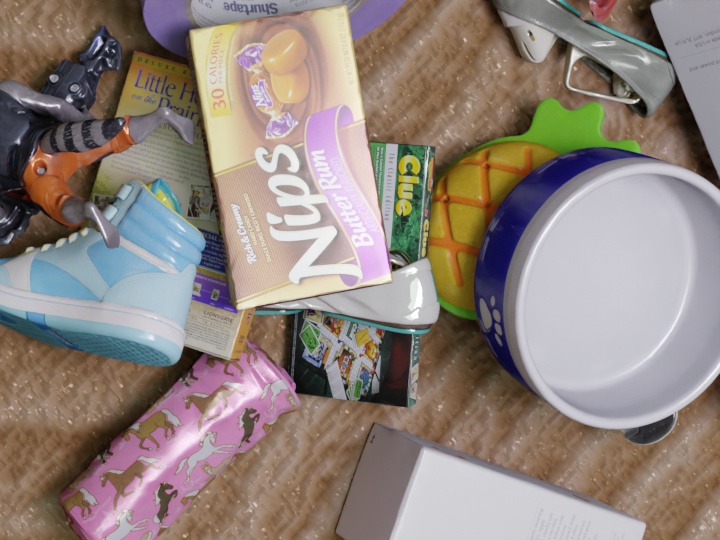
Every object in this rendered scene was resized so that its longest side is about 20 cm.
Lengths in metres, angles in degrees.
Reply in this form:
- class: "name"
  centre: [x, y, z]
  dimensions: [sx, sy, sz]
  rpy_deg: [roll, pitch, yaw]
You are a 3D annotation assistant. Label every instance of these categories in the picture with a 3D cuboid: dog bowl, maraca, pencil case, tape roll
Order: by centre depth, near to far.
- class: "tape roll"
  centre: [-0.064, -0.231, 1.321]
  dimensions: [0.199, 0.200, 0.085]
  rpy_deg: [-5, 67, -17]
- class: "dog bowl"
  centre: [0.188, 0.011, 1.377]
  dimensions: [0.199, 0.079, 0.201]
  rpy_deg: [-6, 106, -22]
- class: "pencil case"
  centre: [-0.134, 0.135, 1.395]
  dimensions: [0.083, 0.087, 0.200]
  rpy_deg: [44, 81, 4]
- class: "maraca"
  centre: [0.127, -0.048, 1.442]
  dimensions: [0.200, 0.107, 0.137]
  rpy_deg: [-41, 70, 1]

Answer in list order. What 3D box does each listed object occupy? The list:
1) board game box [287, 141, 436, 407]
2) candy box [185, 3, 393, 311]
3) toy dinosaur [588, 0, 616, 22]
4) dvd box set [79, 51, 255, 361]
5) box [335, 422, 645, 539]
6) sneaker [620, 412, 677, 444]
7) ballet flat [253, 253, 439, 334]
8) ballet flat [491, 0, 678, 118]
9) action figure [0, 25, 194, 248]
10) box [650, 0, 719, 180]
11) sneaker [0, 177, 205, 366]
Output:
- class: "board game box"
  centre: [0.000, 0.000, 1.429]
  dimensions: [0.104, 0.023, 0.201]
  rpy_deg: [7, 94, 23]
- class: "candy box"
  centre: [-0.051, -0.079, 1.316]
  dimensions: [0.116, 0.056, 0.201]
  rpy_deg: [-9, 92, -7]
- class: "toy dinosaur"
  centre: [0.238, -0.285, 1.452]
  dimensions: [0.181, 0.200, 0.105]
  rpy_deg: [-43, 125, 16]
- class: "dvd box set"
  centre: [-0.129, -0.049, 1.375]
  dimensions: [0.146, 0.029, 0.201]
  rpy_deg: [16, 89, 14]
- class: "box"
  centre: [0.100, 0.203, 1.452]
  dimensions: [0.199, 0.124, 0.098]
  rpy_deg: [21, 88, -18]
- class: "sneaker"
  centre: [0.196, 0.047, 1.507]
  dimensions: [0.074, 0.088, 0.201]
  rpy_deg: [-28, 84, 16]
- class: "ballet flat"
  centre: [-0.036, 0.005, 1.395]
  dimensions: [0.199, 0.069, 0.070]
  rpy_deg: [6, 93, 13]
- class: "ballet flat"
  centre: [0.165, -0.182, 1.477]
  dimensions: [0.199, 0.067, 0.064]
  rpy_deg: [27, 95, -17]
- class: "action figure"
  centre: [-0.218, -0.108, 1.313]
  dimensions: [0.201, 0.193, 0.105]
  rpy_deg: [-66, 151, -22]
- class: "box"
  centre: [0.370, -0.168, 1.458]
  dimensions: [0.131, 0.198, 0.201]
  rpy_deg: [-35, 104, -41]
- class: "sneaker"
  centre: [-0.197, -0.011, 1.339]
  dimensions: [0.199, 0.080, 0.131]
  rpy_deg: [12, 73, 23]
